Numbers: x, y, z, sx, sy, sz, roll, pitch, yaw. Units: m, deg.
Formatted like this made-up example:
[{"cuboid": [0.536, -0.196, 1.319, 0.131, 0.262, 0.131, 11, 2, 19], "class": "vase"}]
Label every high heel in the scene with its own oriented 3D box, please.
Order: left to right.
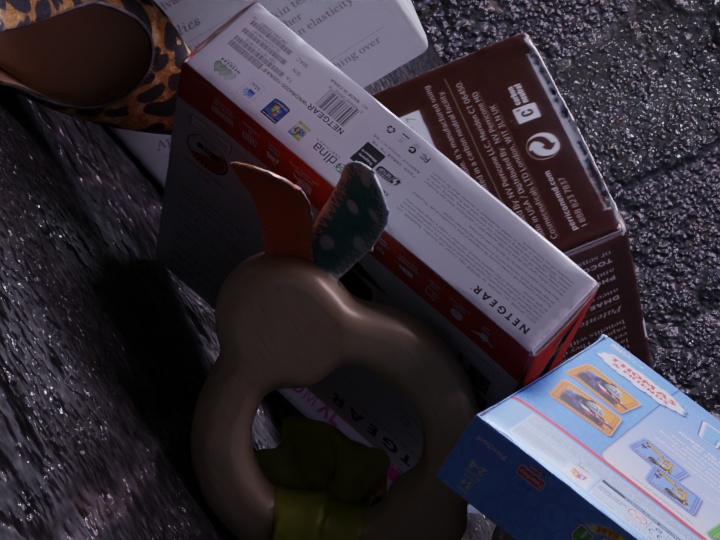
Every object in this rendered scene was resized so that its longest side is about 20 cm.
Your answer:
[{"cuboid": [-0.127, -0.085, 0.962, 0.200, 0.071, 0.143, 33, 16, -33], "class": "high heel"}]

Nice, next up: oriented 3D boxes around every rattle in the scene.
[{"cuboid": [-0.014, 0.024, 0.979, 0.143, 0.130, 0.200, -55, 131, -62], "class": "rattle"}]

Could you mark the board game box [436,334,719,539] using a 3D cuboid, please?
[{"cuboid": [0.129, 0.099, 0.936, 0.151, 0.037, 0.200, 38, 19, 12], "class": "board game box"}]

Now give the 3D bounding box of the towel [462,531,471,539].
[{"cuboid": [0.073, 0.212, 1.216, 0.200, 0.023, 0.153, 65, 6, 6], "class": "towel"}]

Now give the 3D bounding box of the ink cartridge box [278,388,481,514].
[{"cuboid": [0.034, 0.084, 1.219, 0.119, 0.042, 0.200, 41, 8, 26], "class": "ink cartridge box"}]

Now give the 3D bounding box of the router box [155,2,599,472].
[{"cuboid": [0.000, 0.000, 1.015, 0.200, 0.049, 0.180, 40, -27, 13], "class": "router box"}]

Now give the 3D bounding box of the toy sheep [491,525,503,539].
[{"cuboid": [0.141, 0.204, 1.351, 0.138, 0.138, 0.200, 43, 25, -60], "class": "toy sheep"}]

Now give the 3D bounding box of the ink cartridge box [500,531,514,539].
[{"cuboid": [0.081, 0.192, 0.928, 0.085, 0.148, 0.200, 22, 18, -3], "class": "ink cartridge box"}]

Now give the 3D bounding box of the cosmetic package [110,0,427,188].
[{"cuboid": [-0.094, -0.184, 1.172, 0.200, 0.167, 0.167, 52, 13, -41], "class": "cosmetic package"}]

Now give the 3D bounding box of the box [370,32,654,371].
[{"cuboid": [0.074, -0.009, 1.410, 0.200, 0.164, 0.166, 67, 0, -58], "class": "box"}]
